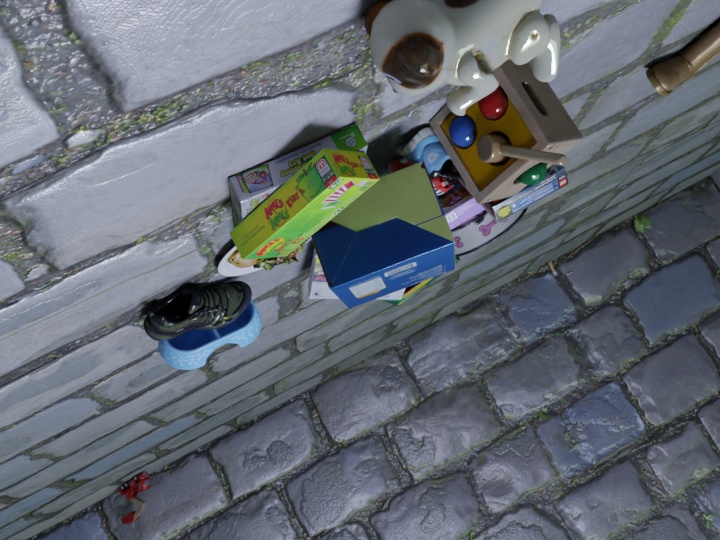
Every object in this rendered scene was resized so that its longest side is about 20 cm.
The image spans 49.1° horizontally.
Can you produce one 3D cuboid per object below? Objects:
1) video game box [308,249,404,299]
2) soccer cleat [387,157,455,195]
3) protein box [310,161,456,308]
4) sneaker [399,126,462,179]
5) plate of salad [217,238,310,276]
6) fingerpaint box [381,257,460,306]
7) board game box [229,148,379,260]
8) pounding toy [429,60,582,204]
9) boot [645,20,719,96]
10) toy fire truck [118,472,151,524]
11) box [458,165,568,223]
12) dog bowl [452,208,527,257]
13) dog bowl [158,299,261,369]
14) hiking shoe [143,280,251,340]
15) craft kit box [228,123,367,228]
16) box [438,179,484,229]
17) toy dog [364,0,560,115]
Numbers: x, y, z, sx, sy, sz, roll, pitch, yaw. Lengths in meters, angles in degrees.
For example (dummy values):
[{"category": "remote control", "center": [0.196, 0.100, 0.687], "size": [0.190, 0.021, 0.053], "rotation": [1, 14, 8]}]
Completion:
[{"category": "video game box", "center": [0.000, 0.000, 1.565], "size": [0.199, 0.047, 0.182], "rotation": [1, 154, -9]}, {"category": "soccer cleat", "center": [0.091, -0.152, 1.370], "size": [0.085, 0.069, 0.200], "rotation": [-27, 170, 29]}, {"category": "protein box", "center": [0.037, -0.048, 1.243], "size": [0.198, 0.136, 0.200], "rotation": [-20, 167, 3]}, {"category": "sneaker", "center": [0.150, -0.187, 1.300], "size": [0.200, 0.090, 0.078], "rotation": [-21, 165, -44]}, {"category": "plate of salad", "center": [-0.147, -0.034, 1.341], "size": [0.199, 0.048, 0.200], "rotation": [-28, 166, -7]}, {"category": "fingerpaint box", "center": [0.081, -0.020, 1.665], "size": [0.166, 0.074, 0.200], "rotation": [23, 134, -34]}, {"category": "board game box", "center": [-0.079, -0.089, 1.096], "size": [0.200, 0.048, 0.101], "rotation": [-37, 164, 29]}, {"category": "pounding toy", "center": [0.222, -0.198, 1.171], "size": [0.142, 0.201, 0.184], "rotation": [-16, 161, -44]}, {"category": "boot", "center": [0.670, -0.436, 1.543], "size": [0.200, 0.066, 0.175], "rotation": [-40, 176, 40]}, {"category": "toy fire truck", "center": [-0.870, 0.882, 3.051], "size": [0.200, 0.141, 0.049], "rotation": [-36, 165, 28]}, {"category": "box", "center": [0.246, -0.174, 1.357], "size": [0.136, 0.200, 0.040], "rotation": [-28, 129, -2]}, {"category": "dog bowl", "center": [0.218, -0.112, 1.520], "size": [0.200, 0.074, 0.200], "rotation": [-30, -162, 11]}, {"category": "dog bowl", "center": [-0.279, 0.104, 1.462], "size": [0.199, 0.112, 0.050], "rotation": [-24, 153, -20]}, {"category": "hiking shoe", "center": [-0.276, 0.064, 1.375], "size": [0.199, 0.076, 0.101], "rotation": [-22, 169, -25]}, {"category": "craft kit box", "center": [-0.093, -0.117, 1.159], "size": [0.197, 0.049, 0.200], "rotation": [-24, 166, -13]}, {"category": "box", "center": [0.219, -0.167, 1.449], "size": [0.199, 0.137, 0.039], "rotation": [-30, 125, 7]}, {"category": "toy dog", "center": [0.106, -0.257, 0.851], "size": [0.199, 0.140, 0.194], "rotation": [-26, 154, -16]}]
